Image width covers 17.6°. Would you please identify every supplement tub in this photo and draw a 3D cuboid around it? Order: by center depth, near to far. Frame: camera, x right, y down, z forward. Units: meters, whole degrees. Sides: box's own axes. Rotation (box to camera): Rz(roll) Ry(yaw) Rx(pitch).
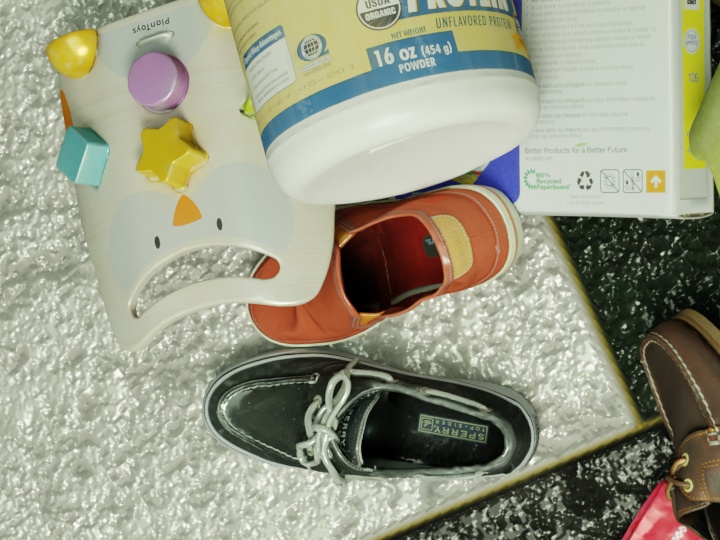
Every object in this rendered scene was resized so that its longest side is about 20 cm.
[{"bbox_3d":[0.001,-0.148,1.201,0.145,0.145,0.200,-19,78,19],"label":"supplement tub"}]

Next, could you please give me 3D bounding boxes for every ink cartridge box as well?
[{"bbox_3d":[0.097,-0.129,1.239,0.198,0.047,0.200,3,93,45],"label":"ink cartridge box"}]

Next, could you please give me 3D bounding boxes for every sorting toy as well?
[{"bbox_3d":[-0.087,-0.050,1.284,0.200,0.107,0.180,-16,66,19],"label":"sorting toy"}]

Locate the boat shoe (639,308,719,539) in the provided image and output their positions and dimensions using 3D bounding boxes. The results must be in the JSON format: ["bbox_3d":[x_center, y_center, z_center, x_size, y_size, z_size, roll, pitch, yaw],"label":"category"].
[{"bbox_3d":[0.197,0.115,1.217,0.070,0.070,0.200,-25,68,-12],"label":"boat shoe"}]

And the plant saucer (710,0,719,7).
[{"bbox_3d":[0.245,-0.206,1.180,0.200,0.029,0.200,2,119,4],"label":"plant saucer"}]

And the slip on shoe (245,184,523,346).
[{"bbox_3d":[0.000,0.000,1.279,0.200,0.061,0.074,-17,93,45],"label":"slip on shoe"}]

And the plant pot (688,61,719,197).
[{"bbox_3d":[0.257,-0.104,1.111,0.200,0.200,0.184,37,122,14],"label":"plant pot"}]

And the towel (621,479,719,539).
[{"bbox_3d":[0.211,0.221,1.257,0.200,0.022,0.145,36,104,14],"label":"towel"}]

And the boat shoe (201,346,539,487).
[{"bbox_3d":[-0.003,0.087,1.306,0.199,0.068,0.074,11,96,19],"label":"boat shoe"}]
